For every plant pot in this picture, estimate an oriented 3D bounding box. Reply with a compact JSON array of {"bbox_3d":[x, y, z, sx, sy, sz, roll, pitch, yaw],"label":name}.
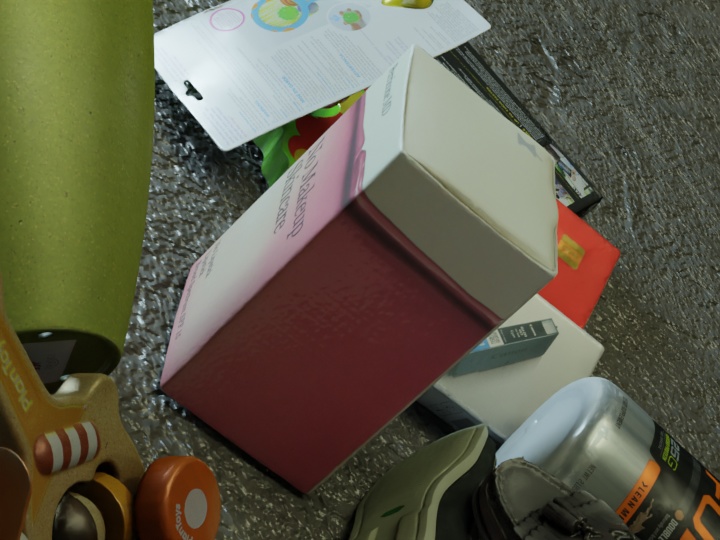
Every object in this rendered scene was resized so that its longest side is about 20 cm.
[{"bbox_3d":[-0.174,-0.043,0.903,0.187,0.187,0.201,13,56,-47],"label":"plant pot"}]

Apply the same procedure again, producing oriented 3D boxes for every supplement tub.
[{"bbox_3d":[0.170,0.169,1.129,0.200,0.122,0.123,42,27,-9],"label":"supplement tub"}]

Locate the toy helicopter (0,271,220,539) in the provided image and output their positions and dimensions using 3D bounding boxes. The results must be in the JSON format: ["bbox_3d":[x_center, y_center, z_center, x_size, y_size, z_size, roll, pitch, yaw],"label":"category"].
[{"bbox_3d":[-0.143,0.077,0.795,0.132,0.079,0.201,-57,135,-46],"label":"toy helicopter"}]

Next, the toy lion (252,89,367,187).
[{"bbox_3d":[-0.009,-0.078,1.289,0.200,0.069,0.192,41,37,-2],"label":"toy lion"}]

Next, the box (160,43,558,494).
[{"bbox_3d":[0.000,0.000,1.033,0.109,0.200,0.128,37,27,-17],"label":"box"}]

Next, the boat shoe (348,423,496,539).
[{"bbox_3d":[0.038,0.146,1.047,0.068,0.072,0.200,60,23,-12],"label":"boat shoe"}]

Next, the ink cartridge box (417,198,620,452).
[{"bbox_3d":[0.069,-0.002,1.205,0.200,0.045,0.177,37,67,-17],"label":"ink cartridge box"}]

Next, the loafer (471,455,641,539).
[{"bbox_3d":[0.137,0.167,0.982,0.072,0.063,0.200,-26,65,-33],"label":"loafer"}]

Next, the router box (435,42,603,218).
[{"bbox_3d":[0.079,-0.101,1.450,0.200,0.051,0.149,50,29,8],"label":"router box"}]

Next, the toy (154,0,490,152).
[{"bbox_3d":[-0.028,-0.139,1.244,0.200,0.047,0.115,-28,54,-17],"label":"toy"}]
